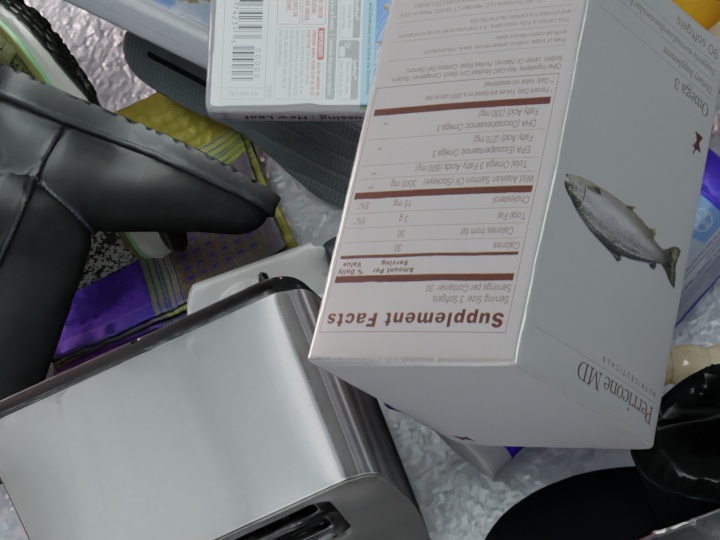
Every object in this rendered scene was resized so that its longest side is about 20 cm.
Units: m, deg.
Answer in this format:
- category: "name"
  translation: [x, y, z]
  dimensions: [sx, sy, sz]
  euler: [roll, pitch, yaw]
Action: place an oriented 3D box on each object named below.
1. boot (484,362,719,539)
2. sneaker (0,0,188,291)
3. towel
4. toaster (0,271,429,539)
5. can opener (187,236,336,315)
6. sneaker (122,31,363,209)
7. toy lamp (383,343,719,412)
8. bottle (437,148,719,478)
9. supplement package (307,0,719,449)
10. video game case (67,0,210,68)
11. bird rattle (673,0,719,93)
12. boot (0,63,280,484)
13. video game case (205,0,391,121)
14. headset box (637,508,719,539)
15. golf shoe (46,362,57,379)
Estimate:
- category: "boot"
  translation: [0.141, 0.103, 1.143]
  dimensions: [0.200, 0.168, 0.077]
  euler: [-12, 65, 9]
- category: "sneaker"
  translation: [-0.180, -0.072, 1.292]
  dimensions: [0.089, 0.077, 0.200]
  euler: [-35, 91, 4]
- category: "towel"
  translation: [-0.142, -0.023, 1.347]
  dimensions: [0.200, 0.023, 0.144]
  euler: [-21, 65, 4]
- category: "toaster"
  translation: [-0.065, 0.098, 1.192]
  dimensions: [0.200, 0.181, 0.119]
  euler: [-24, 69, 2]
- category: "can opener"
  translation: [0.000, 0.000, 1.281]
  dimensions: [0.200, 0.066, 0.053]
  euler: [-20, 103, -2]
- category: "sneaker"
  translation: [-0.031, -0.100, 1.321]
  dimensions: [0.200, 0.073, 0.071]
  euler: [33, 52, 7]
- category: "toy lamp"
  translation: [0.110, 0.047, 1.177]
  dimensions: [0.199, 0.058, 0.058]
  euler: [-2, 66, -7]
- category: "bottle"
  translation: [0.116, 0.017, 1.242]
  dimensions: [0.083, 0.065, 0.200]
  euler: [39, 81, 24]
- category: "supplement package"
  translation: [0.073, -0.032, 1.084]
  dimensions: [0.117, 0.117, 0.200]
  euler: [-1, 69, 39]
- category: "video game case"
  translation: [-0.074, -0.176, 1.322]
  dimensions: [0.200, 0.022, 0.182]
  euler: [26, 42, 14]
- category: "bird rattle"
  translation: [0.146, -0.124, 1.242]
  dimensions: [0.200, 0.113, 0.163]
  euler: [-26, 20, -10]
- category: "boot"
  translation: [-0.152, 0.018, 1.230]
  dimensions: [0.165, 0.066, 0.200]
  euler: [23, 89, -5]
- category: "video game case"
  translation: [0.016, -0.173, 1.222]
  dimensions: [0.182, 0.022, 0.201]
  euler: [1, 77, 5]
- category: "headset box"
  translation: [0.180, 0.160, 1.089]
  dimensions: [0.149, 0.200, 0.077]
  euler: [-21, 68, 3]
- category: "golf shoe"
  translation: [-0.247, 0.101, 1.290]
  dimensions: [0.088, 0.077, 0.200]
  euler: [45, 99, -3]
